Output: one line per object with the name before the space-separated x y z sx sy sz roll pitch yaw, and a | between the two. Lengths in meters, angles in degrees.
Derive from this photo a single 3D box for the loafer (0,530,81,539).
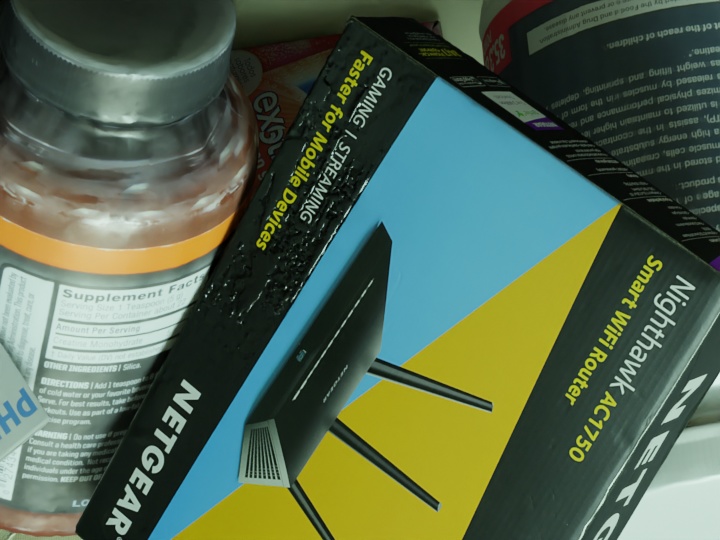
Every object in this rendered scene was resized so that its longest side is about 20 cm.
loafer | -0.081 0.093 1.127 0.200 0.068 0.076 -20 156 -21

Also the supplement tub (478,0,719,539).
supplement tub | 0.118 -0.014 0.868 0.140 0.201 0.140 -5 162 -2

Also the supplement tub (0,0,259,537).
supplement tub | -0.093 -0.012 0.841 0.107 0.107 0.200 0 134 -18

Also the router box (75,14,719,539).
router box | 0.016 0.043 0.800 0.051 0.149 0.200 -10 133 -62

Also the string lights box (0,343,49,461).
string lights box | -0.196 -0.010 0.802 0.103 0.200 0.059 -24 -168 43

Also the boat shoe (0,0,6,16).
boat shoe | -0.164 -0.044 0.910 0.200 0.060 0.074 -24 148 37

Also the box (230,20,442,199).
box | 0.000 0.000 0.992 0.099 0.096 0.200 -8 150 6
